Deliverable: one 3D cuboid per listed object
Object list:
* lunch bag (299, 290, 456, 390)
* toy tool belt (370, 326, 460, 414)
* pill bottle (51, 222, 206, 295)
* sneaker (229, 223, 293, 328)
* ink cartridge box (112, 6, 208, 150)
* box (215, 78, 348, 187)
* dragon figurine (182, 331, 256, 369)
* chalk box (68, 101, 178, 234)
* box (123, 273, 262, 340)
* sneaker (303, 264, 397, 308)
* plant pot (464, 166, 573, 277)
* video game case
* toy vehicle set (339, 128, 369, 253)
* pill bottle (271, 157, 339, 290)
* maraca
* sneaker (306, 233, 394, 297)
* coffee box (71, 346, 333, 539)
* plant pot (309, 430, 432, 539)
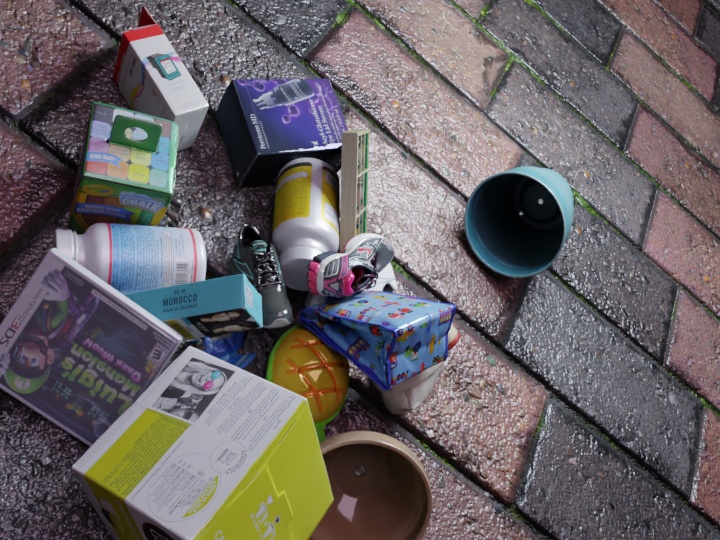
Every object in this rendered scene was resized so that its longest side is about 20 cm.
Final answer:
[{"bbox_3d":[0.017,0.075,1.034,0.198,0.096,0.149,24,25,36],"label":"lunch bag"},{"bbox_3d":[0.079,0.125,1.133,0.123,0.124,0.200,48,51,-9],"label":"toy tool belt"},{"bbox_3d":[-0.324,-0.009,0.976,0.196,0.109,0.111,3,64,-29],"label":"pill bottle"},{"bbox_3d":[-0.152,0.007,1.034,0.074,0.081,0.201,-7,37,-27],"label":"sneaker"},{"bbox_3d":[-0.332,-0.303,1.117,0.067,0.116,0.202,-28,80,-36],"label":"ink cartridge box"},{"bbox_3d":[-0.131,-0.241,1.209,0.197,0.104,0.151,-12,72,-34],"label":"box"},{"bbox_3d":[-0.191,0.123,1.015,0.198,0.059,0.101,-27,81,-37],"label":"dragon figurine"},{"bbox_3d":[-0.330,-0.141,0.982,0.122,0.200,0.126,10,60,-24],"label":"chalk box"},{"bbox_3d":[-0.238,0.058,0.946,0.195,0.083,0.050,-10,65,6],"label":"box"},{"bbox_3d":[-0.009,0.029,1.164,0.198,0.074,0.088,-27,86,-36],"label":"sneaker"},{"bbox_3d":[0.328,-0.114,1.368,0.201,0.200,0.187,52,37,4],"label":"plant pot"},{"bbox_3d":[-0.357,0.105,0.885,0.198,0.023,0.183,35,92,-9],"label":"video game case"},{"bbox_3d":[-0.009,-0.130,1.158,0.026,0.205,0.124,4,15,9],"label":"toy vehicle set"},{"bbox_3d":[-0.088,-0.074,1.128,0.109,0.112,0.203,17,49,-21],"label":"pill bottle"},{"bbox_3d":[-0.081,0.173,1.023,0.135,0.107,0.203,28,55,-17],"label":"maraca"},{"bbox_3d":[0.000,0.000,1.071,0.199,0.073,0.083,-30,126,-53],"label":"sneaker"},{"bbox_3d":[-0.173,0.255,0.823,0.194,0.203,0.200,16,45,30],"label":"coffee box"},{"bbox_3d":[0.000,0.307,0.984,0.199,0.202,0.093,35,13,-9],"label":"plant pot"}]
